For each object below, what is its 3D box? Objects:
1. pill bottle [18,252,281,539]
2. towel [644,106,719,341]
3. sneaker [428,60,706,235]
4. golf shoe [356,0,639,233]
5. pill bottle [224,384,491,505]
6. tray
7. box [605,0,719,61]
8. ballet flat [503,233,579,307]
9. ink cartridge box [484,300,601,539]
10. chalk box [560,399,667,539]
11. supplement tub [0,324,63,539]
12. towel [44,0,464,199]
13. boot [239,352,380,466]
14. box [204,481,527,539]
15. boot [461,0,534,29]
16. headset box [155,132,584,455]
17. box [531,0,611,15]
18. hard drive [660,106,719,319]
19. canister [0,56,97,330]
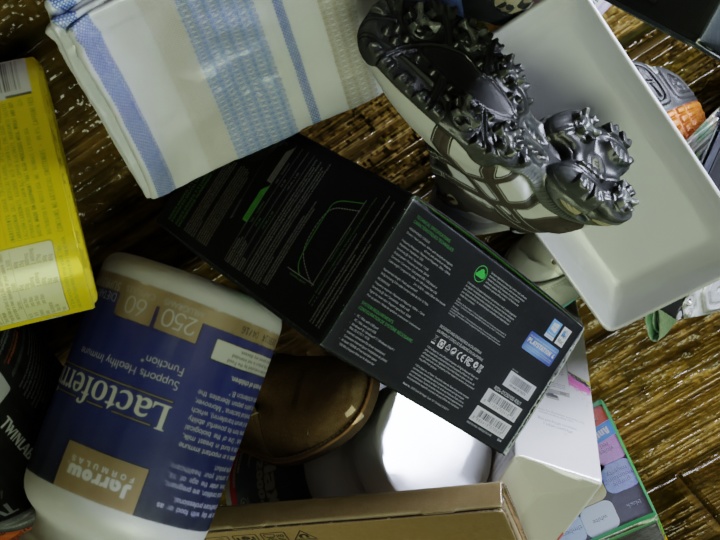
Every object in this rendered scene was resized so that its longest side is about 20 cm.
[{"bbox_3d":[-0.130,0.100,0.802,0.115,0.115,0.201,24,83,-38],"label":"pill bottle"},{"bbox_3d":[0.253,-0.062,0.894,0.200,0.023,0.153,-43,143,-18],"label":"towel"},{"bbox_3d":[0.128,-0.074,0.876,0.199,0.076,0.092,-17,167,-18],"label":"sneaker"},{"bbox_3d":[0.058,-0.068,0.719,0.199,0.078,0.094,32,143,-34],"label":"golf shoe"},{"bbox_3d":[-0.002,0.137,0.937,0.119,0.120,0.200,10,158,-29],"label":"pill bottle"},{"bbox_3d":[0.136,-0.063,0.786,0.107,0.022,0.200,-28,109,29],"label":"tray"},{"bbox_3d":[0.174,-0.212,0.634,0.051,0.158,0.201,16,108,-34],"label":"box"},{"bbox_3d":[0.157,-0.026,0.930,0.199,0.068,0.064,-26,131,-4],"label":"ballet flat"},{"bbox_3d":[0.109,0.102,0.959,0.067,0.201,0.117,19,128,-11],"label":"ink cartridge box"},{"bbox_3d":[0.181,0.204,1.131,0.124,0.124,0.200,-24,137,6],"label":"chalk box"},{"bbox_3d":[-0.246,0.079,0.835,0.122,0.123,0.201,-22,138,2],"label":"supplement tub"},{"bbox_3d":[-0.042,-0.116,0.674,0.199,0.024,0.147,-24,144,-3],"label":"towel"},{"bbox_3d":[-0.075,0.080,0.890,0.199,0.074,0.075,-7,143,42],"label":"boot"},{"bbox_3d":[0.011,0.189,0.874,0.199,0.021,0.164,-7,143,14],"label":"box"},{"bbox_3d":[0.010,-0.147,0.740,0.153,0.074,0.204,10,131,-33],"label":"boot"},{"bbox_3d":[0.000,0.000,0.797,0.174,0.200,0.093,34,89,-41],"label":"headset box"},{"bbox_3d":[0.167,-0.215,0.753,0.039,0.042,0.200,22,122,-37],"label":"box"},{"bbox_3d":[0.271,-0.044,0.880,0.199,0.038,0.140,-6,123,-46],"label":"hard drive"},{"bbox_3d":[-0.251,-0.024,0.710,0.199,0.149,0.087,-14,163,-10],"label":"canister"}]
